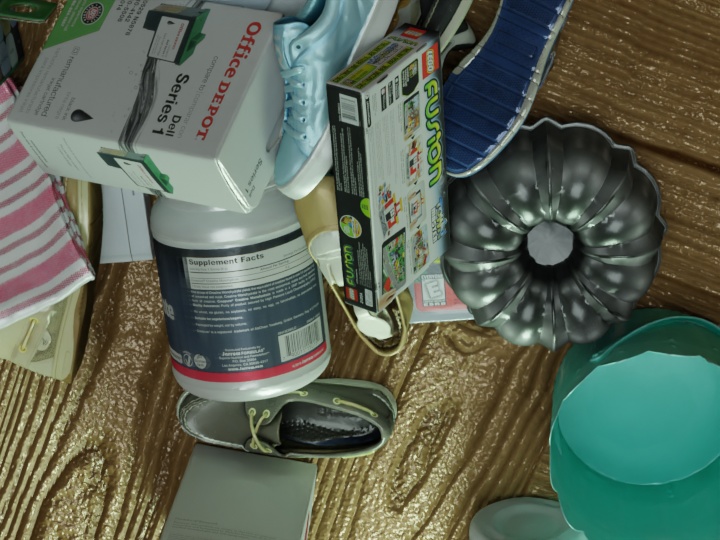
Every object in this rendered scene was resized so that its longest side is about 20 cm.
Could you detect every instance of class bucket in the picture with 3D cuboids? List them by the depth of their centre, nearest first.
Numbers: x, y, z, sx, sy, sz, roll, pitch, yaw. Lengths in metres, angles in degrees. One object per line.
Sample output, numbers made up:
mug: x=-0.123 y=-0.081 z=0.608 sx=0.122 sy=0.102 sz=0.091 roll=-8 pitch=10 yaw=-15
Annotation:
bucket: x=0.256 y=0.137 z=1.624 sx=0.206 sy=0.135 sz=0.208 roll=1 pitch=111 yaw=3

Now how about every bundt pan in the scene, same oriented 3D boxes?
bundt pan: x=0.159 y=-0.022 z=1.568 sx=0.201 sy=0.076 sz=0.203 roll=1 pitch=109 yaw=4

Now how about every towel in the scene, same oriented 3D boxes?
towel: x=-0.317 y=-0.048 z=1.572 sx=0.146 sy=0.030 sz=0.201 roll=-28 pitch=72 yaw=13

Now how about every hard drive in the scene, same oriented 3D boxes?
hard drive: x=-0.286 y=-0.067 z=1.644 sx=0.199 sy=0.027 sz=0.133 roll=-4 pitch=110 yaw=6

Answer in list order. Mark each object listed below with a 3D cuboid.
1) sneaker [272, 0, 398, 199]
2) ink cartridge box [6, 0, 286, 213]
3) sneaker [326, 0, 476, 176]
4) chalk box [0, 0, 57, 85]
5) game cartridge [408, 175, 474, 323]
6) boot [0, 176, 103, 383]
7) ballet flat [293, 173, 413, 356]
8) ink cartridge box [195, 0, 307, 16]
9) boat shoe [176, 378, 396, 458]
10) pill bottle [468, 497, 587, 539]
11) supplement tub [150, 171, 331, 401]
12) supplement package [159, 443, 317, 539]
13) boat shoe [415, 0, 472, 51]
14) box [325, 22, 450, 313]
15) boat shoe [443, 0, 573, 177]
sneaker: x=-0.041 y=-0.158 z=1.459 sx=0.082 sy=0.074 sz=0.201 roll=19 pitch=95 yaw=-20
ink cartridge box: x=-0.158 y=-0.141 z=1.505 sx=0.199 sy=0.147 sz=0.084 roll=11 pitch=155 yaw=24
sneaker: x=0.027 y=-0.137 z=1.543 sx=0.087 sy=0.076 sz=0.201 roll=32 pitch=84 yaw=-17
chalk box: x=-0.353 y=-0.211 z=1.545 sx=0.199 sy=0.125 sz=0.125 roll=-8 pitch=110 yaw=6
game cartridge: x=0.091 y=-0.024 z=1.631 sx=0.199 sy=0.041 sz=0.134 roll=-5 pitch=106 yaw=6
boot: x=-0.305 y=-0.009 z=1.618 sx=0.155 sy=0.073 sz=0.201 roll=12 pitch=114 yaw=1
ballet flat: x=0.000 y=0.000 z=1.547 sx=0.068 sy=0.063 sz=0.200 roll=-13 pitch=140 yaw=18
ink cartridge box: x=-0.047 y=-0.260 z=1.468 sx=0.160 sy=0.047 sz=0.200 roll=33 pitch=135 yaw=-21
boat shoe: x=-0.069 y=0.132 z=1.684 sx=0.200 sy=0.060 sz=0.072 roll=0 pitch=110 yaw=4
pill bottle: x=0.153 y=0.318 z=1.711 sx=0.111 sy=0.111 sz=0.201 roll=1 pitch=111 yaw=4
supplement tub: x=-0.103 y=-0.003 z=1.595 sx=0.139 sy=0.140 sz=0.201 roll=-4 pitch=110 yaw=6
supplement package: x=-0.111 y=0.255 z=1.658 sx=0.119 sy=0.200 sz=0.122 roll=9 pitch=111 yaw=1
boat shoe: x=0.070 y=-0.249 z=1.504 sx=0.067 sy=0.072 sz=0.201 roll=25 pitch=82 yaw=-8
box: x=0.024 y=-0.078 z=1.466 sx=0.035 sy=0.110 sz=0.201 roll=18 pitch=130 yaw=30
boat shoe: x=0.125 y=-0.165 z=1.540 sx=0.072 sy=0.072 sz=0.201 roll=32 pitch=97 yaw=14
